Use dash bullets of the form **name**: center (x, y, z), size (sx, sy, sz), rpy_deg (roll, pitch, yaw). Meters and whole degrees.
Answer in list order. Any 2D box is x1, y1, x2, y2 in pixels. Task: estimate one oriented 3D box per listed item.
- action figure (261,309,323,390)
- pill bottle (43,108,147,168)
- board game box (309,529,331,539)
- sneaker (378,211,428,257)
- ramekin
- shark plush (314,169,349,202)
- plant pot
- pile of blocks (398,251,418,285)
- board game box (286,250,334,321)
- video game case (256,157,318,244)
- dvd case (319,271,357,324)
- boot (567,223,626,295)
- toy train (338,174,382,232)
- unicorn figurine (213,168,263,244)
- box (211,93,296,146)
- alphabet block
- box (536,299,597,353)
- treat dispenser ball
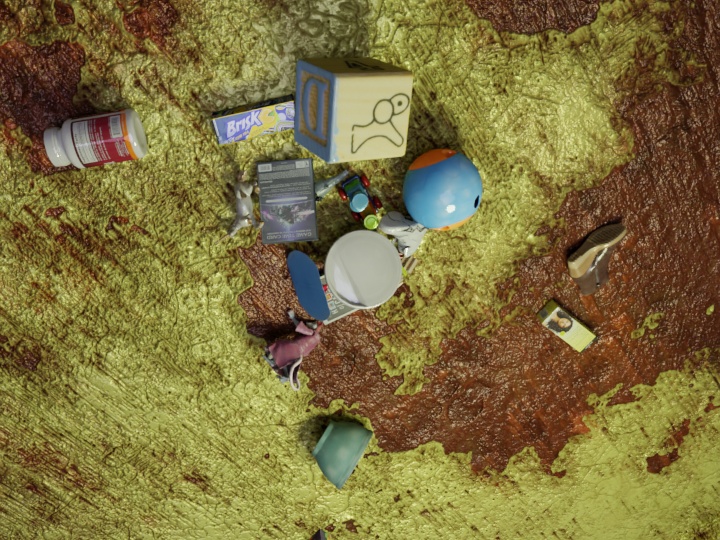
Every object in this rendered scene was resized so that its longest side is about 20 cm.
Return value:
- **action figure**: center (-0.170, 0.207, 1.732), size (0.199, 0.148, 0.135), rpy_deg (-39, 133, -26)
- **pill bottle**: center (-0.597, -0.295, 1.410), size (0.197, 0.113, 0.114), rpy_deg (-10, 119, -4)
- **board game box**: center (-0.163, 1.024, 2.133), size (0.056, 0.200, 0.166), rpy_deg (35, 106, -23)
- **sneaker**: center (0.108, -0.092, 1.630), size (0.199, 0.075, 0.116), rpy_deg (-14, 136, -48)
- **ramekin**: center (0.000, 0.000, 1.609), size (0.200, 0.094, 0.205), rpy_deg (1, 85, -11)
- **shark plush**: center (-0.110, -0.183, 1.574), size (0.198, 0.084, 0.092), rpy_deg (-23, 119, 2)
- **plant pot**: center (-0.067, 0.548, 1.921), size (0.133, 0.200, 0.202), rpy_deg (32, 110, 5)
- **pile of blocks**: center (0.063, 0.017, 1.689), size (0.200, 0.082, 0.062), rpy_deg (-42, 122, -4)
- **board game box**: center (-0.126, 0.034, 1.655), size (0.039, 0.157, 0.202), rpy_deg (-26, 110, -31)
- **video game case**: center (-0.180, -0.170, 1.536), size (0.141, 0.019, 0.203), rpy_deg (-4, 91, 7)
- **dvd case**: center (-0.043, 0.051, 1.744), size (0.198, 0.025, 0.151), rpy_deg (-25, 118, 3)
- **boot**: center (0.705, -0.031, 1.828), size (0.199, 0.073, 0.167), rpy_deg (-36, 130, 8)
- **toy train**: center (0.024, -0.139, 1.604), size (0.084, 0.116, 0.201), rpy_deg (-29, 119, 6)
- **unicorn figurine**: center (-0.292, -0.149, 1.549), size (0.073, 0.137, 0.203), rpy_deg (8, 96, -32)
- **box**: center (-0.247, -0.354, 1.471), size (0.197, 0.064, 0.071), rpy_deg (-13, 119, -3)
- **alphabet block**: center (-0.020, -0.365, 1.402), size (0.198, 0.196, 0.197), rpy_deg (-10, 122, -29)
- **box**: center (0.636, 0.174, 1.919), size (0.199, 0.050, 0.075), rpy_deg (33, 108, -24)
- **treat dispenser ball**: center (0.204, -0.201, 1.556), size (0.198, 0.201, 0.203), rpy_deg (-4, 118, -8)
